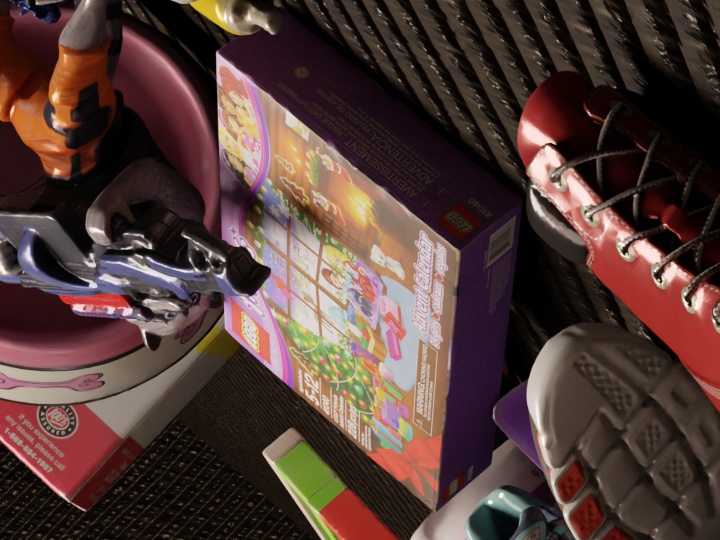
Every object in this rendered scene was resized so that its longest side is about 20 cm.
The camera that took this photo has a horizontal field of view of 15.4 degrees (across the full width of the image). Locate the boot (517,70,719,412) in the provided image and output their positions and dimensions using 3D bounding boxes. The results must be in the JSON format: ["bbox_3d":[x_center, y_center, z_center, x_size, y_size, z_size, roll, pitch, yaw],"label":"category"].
[{"bbox_3d":[0.102,-0.002,0.734,0.144,0.072,0.200,45,175,0],"label":"boot"}]

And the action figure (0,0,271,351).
[{"bbox_3d":[-0.099,-0.051,1.142,0.200,0.105,0.194,12,132,40],"label":"action figure"}]

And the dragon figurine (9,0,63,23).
[{"bbox_3d":[-0.182,-0.189,1.171,0.099,0.059,0.200,37,170,38],"label":"dragon figurine"}]

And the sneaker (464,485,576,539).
[{"bbox_3d":[0.084,0.148,1.103,0.086,0.078,0.200,52,177,-18],"label":"sneaker"}]

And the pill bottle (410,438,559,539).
[{"bbox_3d":[0.124,0.171,1.258,0.200,0.112,0.112,47,172,12],"label":"pill bottle"}]

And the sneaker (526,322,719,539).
[{"bbox_3d":[0.111,0.082,1.085,0.082,0.077,0.200,44,174,49],"label":"sneaker"}]

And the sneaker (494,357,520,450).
[{"bbox_3d":[0.035,0.045,1.255,0.090,0.070,0.200,38,168,50],"label":"sneaker"}]

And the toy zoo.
[{"bbox_3d":[0.037,0.168,1.234,0.200,0.020,0.131,44,170,39],"label":"toy zoo"}]

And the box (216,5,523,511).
[{"bbox_3d":[0.000,0.000,1.116,0.137,0.039,0.200,40,153,24],"label":"box"}]

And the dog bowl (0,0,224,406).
[{"bbox_3d":[-0.146,-0.039,1.260,0.200,0.200,0.074,44,169,1],"label":"dog bowl"}]

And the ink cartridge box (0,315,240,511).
[{"bbox_3d":[-0.132,0.004,1.404,0.145,0.200,0.083,42,174,9],"label":"ink cartridge box"}]

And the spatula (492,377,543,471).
[{"bbox_3d":[0.136,0.101,1.175,0.200,0.056,0.021,41,-160,-37],"label":"spatula"}]

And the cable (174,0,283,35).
[{"bbox_3d":[-0.086,-0.134,1.014,0.097,0.050,0.200,45,172,-19],"label":"cable"}]
